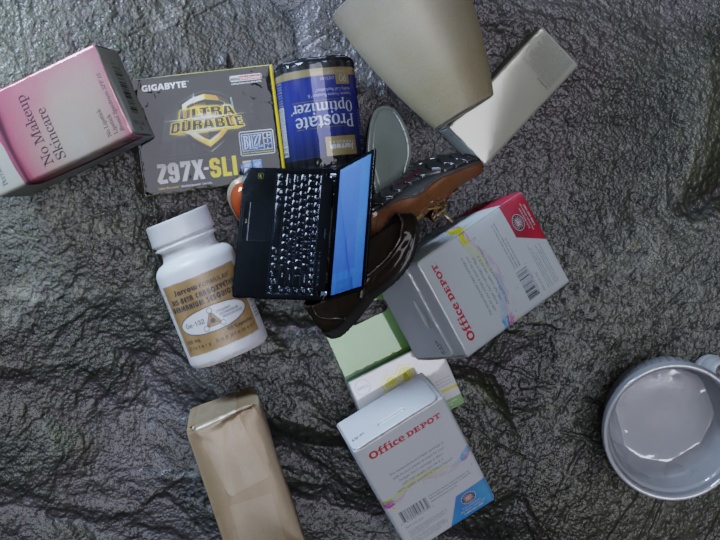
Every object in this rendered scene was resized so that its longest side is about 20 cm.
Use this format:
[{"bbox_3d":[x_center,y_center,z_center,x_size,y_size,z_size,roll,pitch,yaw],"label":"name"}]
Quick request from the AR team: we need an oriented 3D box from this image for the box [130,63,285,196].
[{"bbox_3d":[-0.210,-0.192,1.626,0.198,0.049,0.161,-7,96,-9],"label":"box"}]

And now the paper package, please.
[{"bbox_3d":[-0.154,0.272,1.582,0.103,0.191,0.202,-19,95,-6],"label":"paper package"}]

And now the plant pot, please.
[{"bbox_3d":[0.090,-0.299,1.590,0.186,0.187,0.201,-29,91,-7],"label":"plant pot"}]

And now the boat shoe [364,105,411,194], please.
[{"bbox_3d":[0.032,-0.128,1.661,0.075,0.060,0.202,-3,91,-29],"label":"boat shoe"}]

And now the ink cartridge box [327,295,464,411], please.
[{"bbox_3d":[0.043,0.126,1.683,0.145,0.048,0.201,-25,99,-7],"label":"ink cartridge box"}]

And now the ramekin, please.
[{"bbox_3d":[0.443,0.219,1.704,0.198,0.105,0.202,1,101,5],"label":"ramekin"}]

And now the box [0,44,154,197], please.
[{"bbox_3d":[-0.392,-0.193,1.540,0.199,0.109,0.129,-24,93,6],"label":"box"}]

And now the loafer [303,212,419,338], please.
[{"bbox_3d":[0.000,0.000,1.545,0.071,0.073,0.200,34,100,-26],"label":"loafer"}]

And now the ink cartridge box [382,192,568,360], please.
[{"bbox_3d":[0.148,0.011,1.619,0.199,0.144,0.146,-32,98,-26],"label":"ink cartridge box"}]

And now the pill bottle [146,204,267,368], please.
[{"bbox_3d":[-0.212,0.021,1.601,0.114,0.114,0.201,-22,96,-8],"label":"pill bottle"}]

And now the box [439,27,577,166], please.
[{"bbox_3d":[0.210,-0.245,1.682,0.082,0.068,0.200,45,85,-8],"label":"box"}]

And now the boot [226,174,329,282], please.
[{"bbox_3d":[-0.105,-0.044,1.603,0.075,0.107,0.200,-40,107,9],"label":"boot"}]

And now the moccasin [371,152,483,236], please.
[{"bbox_3d":[0.087,-0.096,1.616,0.201,0.073,0.078,-36,122,-24],"label":"moccasin"}]

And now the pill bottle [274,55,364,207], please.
[{"bbox_3d":[-0.052,-0.186,1.618,0.111,0.112,0.202,-8,93,-9],"label":"pill bottle"}]

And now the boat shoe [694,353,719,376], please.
[{"bbox_3d":[0.572,0.212,1.762,0.072,0.069,0.201,-30,97,-7],"label":"boat shoe"}]

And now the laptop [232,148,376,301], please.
[{"bbox_3d":[-0.074,-0.057,1.505,0.198,0.103,0.179,2,78,12],"label":"laptop"}]

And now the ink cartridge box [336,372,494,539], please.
[{"bbox_3d":[0.077,0.265,1.642,0.144,0.085,0.201,-30,119,-6],"label":"ink cartridge box"}]
